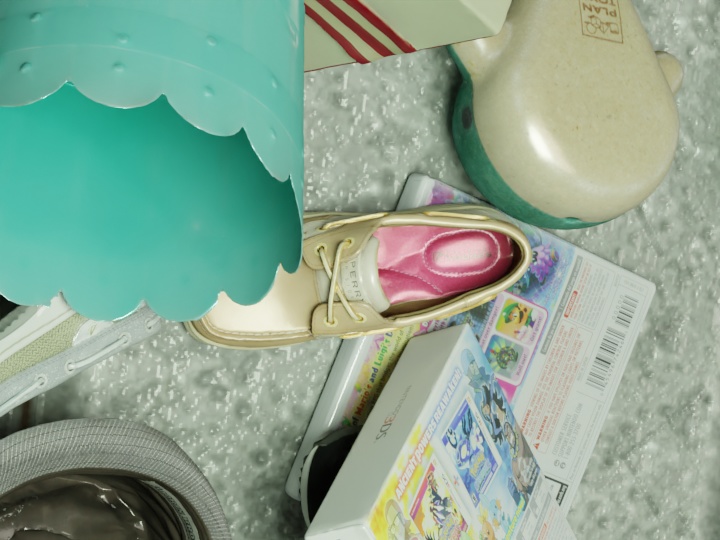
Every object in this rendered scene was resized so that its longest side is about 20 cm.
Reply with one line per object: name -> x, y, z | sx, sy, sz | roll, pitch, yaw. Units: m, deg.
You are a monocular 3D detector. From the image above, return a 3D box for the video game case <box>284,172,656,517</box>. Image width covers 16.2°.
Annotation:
video game case -> 0.068, 0.067, 1.484 | 0.182, 0.024, 0.200 | 24, 87, -29

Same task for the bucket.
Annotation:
bucket -> -0.119, -0.079, 1.239 | 0.207, 0.207, 0.135 | 24, 53, -30

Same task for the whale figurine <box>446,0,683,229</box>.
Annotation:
whale figurine -> 0.109, -0.119, 1.450 | 0.159, 0.104, 0.200 | 7, 70, -29

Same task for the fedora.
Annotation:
fedora -> -0.167, 0.158, 1.320 | 0.200, 0.090, 0.177 | -8, 103, -33

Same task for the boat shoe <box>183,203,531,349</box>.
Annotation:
boat shoe -> 0.000, 0.000, 1.392 | 0.200, 0.069, 0.074 | -13, 96, -14

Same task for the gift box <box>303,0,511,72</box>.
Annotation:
gift box -> -0.022, -0.233, 1.289 | 0.187, 0.184, 0.200 | 36, 56, -37

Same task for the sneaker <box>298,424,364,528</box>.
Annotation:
sneaker -> 0.023, 0.183, 1.421 | 0.070, 0.090, 0.200 | -20, 117, -15

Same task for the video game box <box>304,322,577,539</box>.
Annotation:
video game box -> 0.054, 0.157, 1.387 | 0.182, 0.047, 0.200 | 65, 29, -21

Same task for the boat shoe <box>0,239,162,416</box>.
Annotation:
boat shoe -> -0.191, 0.060, 1.312 | 0.202, 0.074, 0.065 | -41, 111, -25
